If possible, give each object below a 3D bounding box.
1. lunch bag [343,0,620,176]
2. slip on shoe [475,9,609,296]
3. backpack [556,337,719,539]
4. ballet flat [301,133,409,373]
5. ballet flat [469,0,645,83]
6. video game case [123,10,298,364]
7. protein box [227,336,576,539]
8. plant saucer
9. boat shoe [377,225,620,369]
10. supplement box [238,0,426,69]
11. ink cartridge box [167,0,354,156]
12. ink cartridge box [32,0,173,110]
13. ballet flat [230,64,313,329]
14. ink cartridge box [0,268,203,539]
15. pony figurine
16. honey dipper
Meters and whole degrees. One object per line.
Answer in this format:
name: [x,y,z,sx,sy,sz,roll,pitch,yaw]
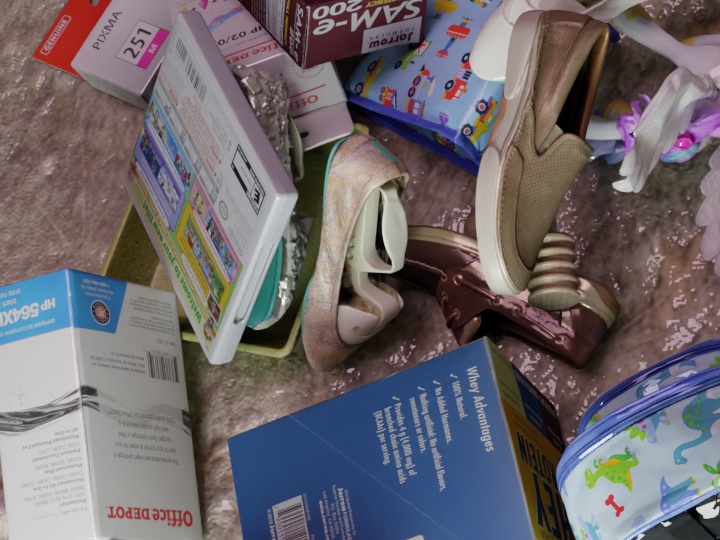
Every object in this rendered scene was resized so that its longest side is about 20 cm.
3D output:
lunch bag: [0.074,-0.171,1.520,0.200,0.094,0.151,30,84,45]
slip on shoe: [0.126,-0.080,1.320,0.061,0.076,0.200,5,74,26]
backpack: [0.216,0.134,1.212,0.183,0.200,0.147,-29,56,12]
ballet flat: [0.000,0.000,1.417,0.067,0.200,0.068,28,38,32]
ballet flat: [0.161,-0.206,1.389,0.200,0.069,0.069,-28,54,-6]
video game case: [-0.116,-0.062,1.463,0.200,0.022,0.182,61,143,34]
protein box: [0.040,0.186,1.315,0.200,0.135,0.199,-22,58,16]
plant saucer: [-0.098,-0.027,1.551,0.200,0.048,0.200,9,70,31]
boat shoe: [0.087,0.023,1.418,0.200,0.072,0.072,19,74,27]
supplement box: [-0.044,-0.240,1.524,0.109,0.061,0.200,-17,44,-25]
ink cartridge box: [-0.083,-0.172,1.561,0.115,0.068,0.200,-20,41,2]
ink cartridge box: [-0.191,-0.252,1.718,0.174,0.044,0.200,25,79,33]
ballet flat: [-0.065,-0.057,1.469,0.072,0.072,0.200,-6,90,25]
ink cartridge box: [-0.196,0.111,1.441,0.084,0.146,0.200,-13,75,25]
pony figurine: [0.233,-0.108,1.371,0.200,0.167,0.193,15,70,50]
honey dipper: [0.132,-0.070,1.384,0.038,0.038,0.200,-11,65,22]
